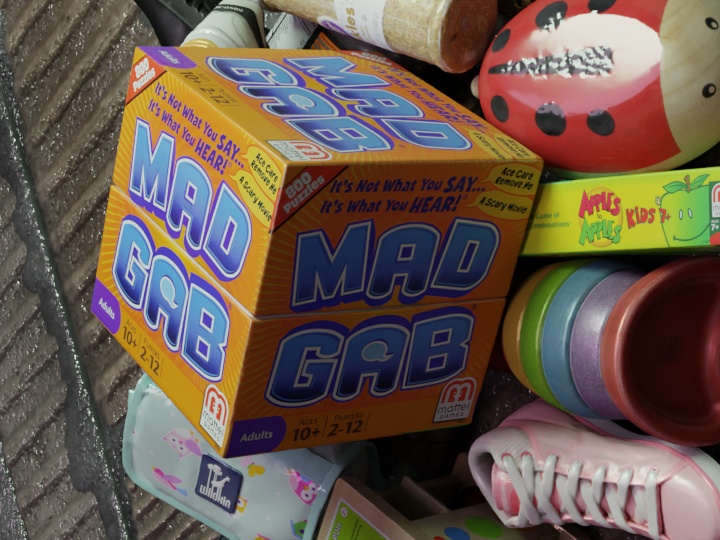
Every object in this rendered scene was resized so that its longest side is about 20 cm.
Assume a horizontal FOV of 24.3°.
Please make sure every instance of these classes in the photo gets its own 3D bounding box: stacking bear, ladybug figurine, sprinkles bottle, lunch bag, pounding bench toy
[{"bbox_3d":[0.145,0.042,1.125,0.200,0.114,0.122,10,98,55],"label":"stacking bear"},{"bbox_3d":[0.155,-0.127,1.083,0.200,0.072,0.136,-6,82,34],"label":"ladybug figurine"},{"bbox_3d":[-0.001,-0.195,1.165,0.200,0.068,0.068,24,109,36],"label":"sprinkles bottle"},{"bbox_3d":[-0.079,0.142,1.248,0.170,0.200,0.122,29,78,13],"label":"lunch bag"},{"bbox_3d":[0.051,0.251,1.192,0.124,0.156,0.200,35,117,38],"label":"pounding bench toy"}]

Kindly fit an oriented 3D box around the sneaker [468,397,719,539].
[{"bbox_3d":[0.151,0.146,1.102,0.200,0.105,0.076,25,129,51],"label":"sneaker"}]

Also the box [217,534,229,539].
[{"bbox_3d":[-0.036,0.256,1.388,0.200,0.051,0.158,56,131,34],"label":"box"}]

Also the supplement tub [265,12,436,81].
[{"bbox_3d":[-0.014,-0.162,1.304,0.200,0.122,0.123,-50,53,38],"label":"supplement tub"}]

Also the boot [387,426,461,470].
[{"bbox_3d":[0.026,0.031,1.301,0.186,0.064,0.200,22,109,39],"label":"boot"}]

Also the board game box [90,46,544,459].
[{"bbox_3d":[-0.036,-0.021,1.116,0.200,0.200,0.200,39,124,46],"label":"board game box"}]

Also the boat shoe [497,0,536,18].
[{"bbox_3d":[0.109,-0.208,1.175,0.200,0.068,0.072,27,123,35],"label":"boat shoe"}]

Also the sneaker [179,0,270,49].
[{"bbox_3d":[-0.074,-0.113,1.241,0.075,0.088,0.200,11,143,20],"label":"sneaker"}]

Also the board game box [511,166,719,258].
[{"bbox_3d":[0.195,-0.035,1.060,0.200,0.101,0.048,-3,87,51],"label":"board game box"}]

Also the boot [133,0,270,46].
[{"bbox_3d":[-0.168,-0.182,1.530,0.211,0.079,0.158,46,124,40],"label":"boot"}]
